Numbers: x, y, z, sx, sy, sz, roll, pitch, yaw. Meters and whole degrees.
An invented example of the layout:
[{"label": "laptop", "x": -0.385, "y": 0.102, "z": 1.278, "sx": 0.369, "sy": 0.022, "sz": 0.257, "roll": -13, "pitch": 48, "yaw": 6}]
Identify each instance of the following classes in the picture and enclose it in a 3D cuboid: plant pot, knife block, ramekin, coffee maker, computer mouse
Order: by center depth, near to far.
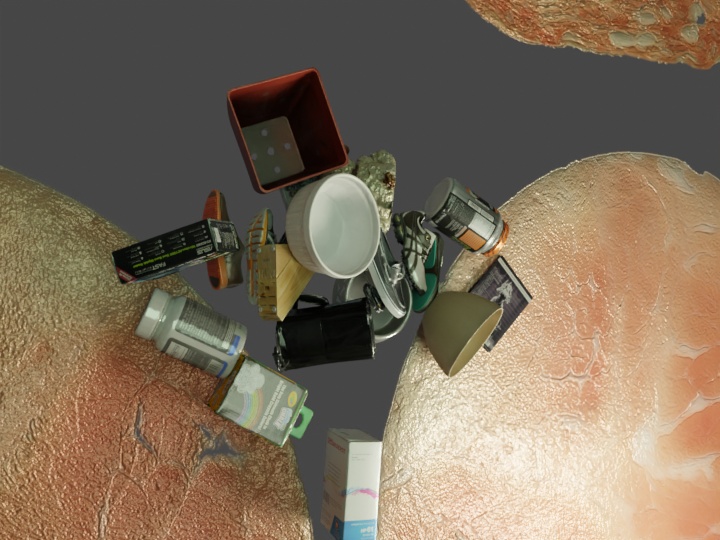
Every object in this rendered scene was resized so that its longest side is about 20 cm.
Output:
[{"label": "ramekin", "x": -0.062, "y": -0.088, "z": 1.149, "sx": 0.197, "sy": 0.103, "sz": 0.208, "roll": -1, "pitch": 91, "yaw": -46}, {"label": "coffee maker", "x": -0.067, "y": 0.140, "z": 1.167, "sx": 0.193, "sy": 0.194, "sz": 0.138, "roll": -9, "pitch": 123, "yaw": 3}, {"label": "plant pot", "x": -0.167, "y": -0.271, "z": 1.188, "sx": 0.196, "sy": 0.175, "sz": 0.205, "roll": -22, "pitch": 95, "yaw": -22}, {"label": "knife block", "x": -0.132, "y": -0.002, "z": 1.197, "sx": 0.173, "sy": 0.063, "sz": 0.207, "roll": 1, "pitch": 87, "yaw": -48}, {"label": "computer mouse", "x": 0.000, "y": 0.000, "z": 1.260, "sx": 0.058, "sy": 0.034, "sz": 0.205, "roll": -15, "pitch": 81, "yaw": -50}, {"label": "plant pot", "x": 0.222, "y": 0.128, "z": 1.339, "sx": 0.134, "sy": 0.202, "sz": 0.200, "roll": 40, "pitch": 69, "yaw": 22}]

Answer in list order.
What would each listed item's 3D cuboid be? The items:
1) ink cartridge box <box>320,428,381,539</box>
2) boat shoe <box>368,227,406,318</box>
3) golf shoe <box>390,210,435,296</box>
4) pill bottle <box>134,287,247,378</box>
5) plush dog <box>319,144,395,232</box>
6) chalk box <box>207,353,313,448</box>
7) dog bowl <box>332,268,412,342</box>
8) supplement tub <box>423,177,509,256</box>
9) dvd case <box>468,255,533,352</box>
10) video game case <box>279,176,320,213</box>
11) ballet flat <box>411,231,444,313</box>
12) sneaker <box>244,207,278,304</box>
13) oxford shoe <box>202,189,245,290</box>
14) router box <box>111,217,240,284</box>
[{"label": "ink cartridge box", "x": -0.021, "y": 0.452, "z": 1.219, "sx": 0.082, "sy": 0.144, "sz": 0.207, "roll": 5, "pitch": 85, "yaw": -22}, {"label": "boat shoe", "x": 0.065, "y": 0.003, "z": 1.253, "sx": 0.066, "sy": 0.072, "sz": 0.205, "roll": -22, "pitch": 93, "yaw": 21}, {"label": "golf shoe", "x": 0.136, "y": -0.046, "z": 1.320, "sx": 0.092, "sy": 0.078, "sz": 0.206, "roll": -16, "pitch": 77, "yaw": 7}, {"label": "pill bottle", "x": -0.333, "y": 0.122, "z": 1.125, "sx": 0.197, "sy": 0.113, "sz": 0.116, "roll": 29, "pitch": 76, "yaw": -19}, {"label": "plush dog", "x": -0.009, "y": -0.187, "z": 1.257, "sx": 0.166, "sy": 0.161, "sz": 0.207, "roll": 6, "pitch": 84, "yaw": 1}, {"label": "chalk box", "x": -0.193, "y": 0.272, "z": 1.171, "sx": 0.198, "sy": 0.123, "sz": 0.127, "roll": 34, "pitch": 74, "yaw": -18}, {"label": "dog bowl", "x": 0.034, "y": 0.067, "z": 1.316, "sx": 0.194, "sy": 0.058, "sz": 0.207, "roll": 1, "pitch": 87, "yaw": -23}, {"label": "supplement tub", "x": 0.259, "y": -0.125, "z": 1.390, "sx": 0.197, "sy": 0.122, "sz": 0.125, "roll": 31, "pitch": 75, "yaw": -19}, {"label": "dvd case", "x": 0.346, "y": 0.084, "z": 1.471, "sx": 0.200, "sy": 0.016, "sz": 0.150, "roll": -45, "pitch": 102, "yaw": -18}, {"label": "video game case", "x": -0.075, "y": -0.124, "z": 1.302, "sx": 0.178, "sy": 0.022, "sz": 0.206, "roll": -21, "pitch": 96, "yaw": -23}, {"label": "ballet flat", "x": 0.172, "y": 0.009, "z": 1.375, "sx": 0.068, "sy": 0.067, "sz": 0.206, "roll": 27, "pitch": 73, "yaw": -48}, {"label": "sneaker", "x": -0.201, "y": -0.030, "z": 1.220, "sx": 0.075, "sy": 0.077, "sz": 0.207, "roll": 3, "pitch": 88, "yaw": -37}, {"label": "oxford shoe", "x": -0.284, "y": -0.065, "z": 1.193, "sx": 0.072, "sy": 0.070, "sz": 0.207, "roll": -6, "pitch": 93, "yaw": -43}, {"label": "router box", "x": -0.341, "y": -0.036, "z": 1.074, "sx": 0.194, "sy": 0.150, "sz": 0.064, "roll": -18, "pitch": 92, "yaw": 4}]
